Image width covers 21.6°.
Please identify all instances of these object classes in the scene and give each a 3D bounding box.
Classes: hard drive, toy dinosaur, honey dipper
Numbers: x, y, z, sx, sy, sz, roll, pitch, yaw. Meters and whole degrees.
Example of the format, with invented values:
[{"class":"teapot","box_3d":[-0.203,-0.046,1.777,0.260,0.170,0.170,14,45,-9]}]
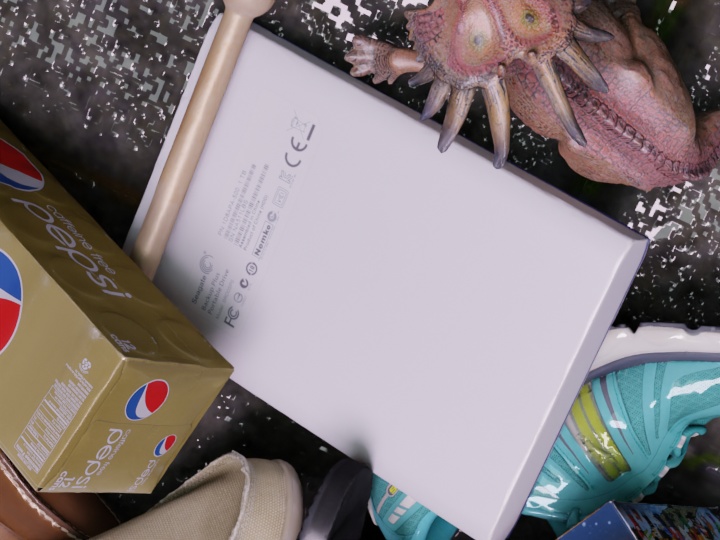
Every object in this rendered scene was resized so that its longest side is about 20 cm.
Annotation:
[{"class":"hard drive","box_3d":[0.000,0.000,0.746,0.200,0.025,0.132,31,107,24]},{"class":"toy dinosaur","box_3d":[0.080,-0.070,0.692,0.200,0.136,0.086,26,101,-21]},{"class":"honey dipper","box_3d":[-0.075,-0.029,0.754,0.038,0.038,0.200,24,102,1]}]

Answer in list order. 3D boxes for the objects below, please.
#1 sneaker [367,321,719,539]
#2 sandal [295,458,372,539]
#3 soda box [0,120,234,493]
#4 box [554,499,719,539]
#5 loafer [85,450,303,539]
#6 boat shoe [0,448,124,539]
[{"class":"sneaker","box_3d":[0.095,0.070,0.759,0.200,0.077,0.080,-16,72,20]},{"class":"sandal","box_3d":[-0.003,0.142,0.762,0.048,0.075,0.201,19,145,12]},{"class":"soda box","box_3d":[-0.141,-0.001,0.734,0.200,0.068,0.064,45,108,29]},{"class":"box","box_3d":[0.055,0.164,0.754,0.200,0.137,0.038,-39,67,18]},{"class":"loafer","box_3d":[-0.107,0.140,0.754,0.200,0.076,0.068,-42,121,8]},{"class":"boat shoe","box_3d":[-0.173,0.048,0.797,0.200,0.076,0.074,43,102,-5]}]
